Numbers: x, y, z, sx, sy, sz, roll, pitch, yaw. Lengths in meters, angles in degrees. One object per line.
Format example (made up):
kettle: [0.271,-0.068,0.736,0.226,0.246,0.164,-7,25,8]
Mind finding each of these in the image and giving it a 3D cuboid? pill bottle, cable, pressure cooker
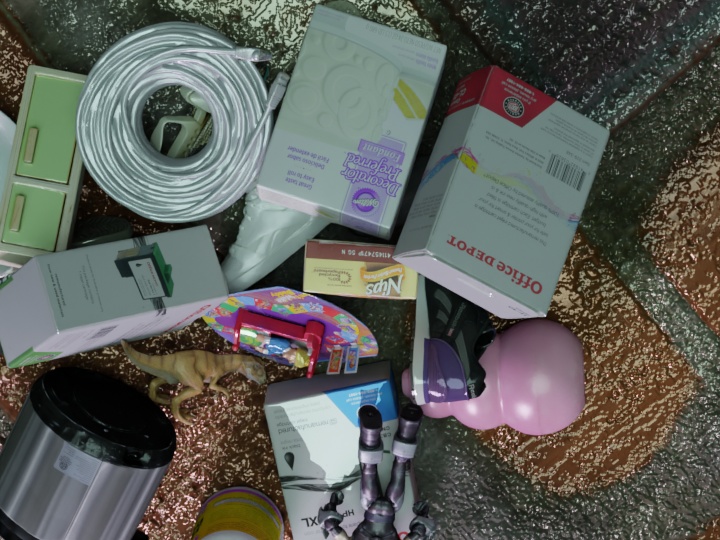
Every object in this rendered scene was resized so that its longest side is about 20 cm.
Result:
pill bottle: [-0.139,0.317,1.680,0.103,0.200,0.106,0,103,0]
cable: [-0.187,-0.152,1.573,0.198,0.069,0.202,17,102,-7]
pressure cooker: [-0.312,0.227,1.669,0.175,0.178,0.202,38,108,35]

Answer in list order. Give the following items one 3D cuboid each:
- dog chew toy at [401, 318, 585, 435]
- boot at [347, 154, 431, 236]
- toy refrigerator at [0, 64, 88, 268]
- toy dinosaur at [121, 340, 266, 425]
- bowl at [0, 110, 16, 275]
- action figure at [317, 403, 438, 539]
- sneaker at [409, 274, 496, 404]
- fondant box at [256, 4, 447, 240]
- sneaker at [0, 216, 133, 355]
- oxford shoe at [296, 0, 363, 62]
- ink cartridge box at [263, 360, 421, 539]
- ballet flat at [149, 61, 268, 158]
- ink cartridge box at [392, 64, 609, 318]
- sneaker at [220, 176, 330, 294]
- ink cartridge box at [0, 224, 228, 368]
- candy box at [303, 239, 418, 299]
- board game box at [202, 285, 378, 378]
dog chew toy: [0.144,0.117,1.679,0.197,0.125,0.126,-3,103,10]
boot: [0.082,-0.088,1.604,0.198,0.132,0.070,-27,103,-7]
toy refrigerator: [-0.326,-0.105,1.609,0.075,0.070,0.203,10,76,-7]
toy dinosaur: [-0.200,0.109,1.692,0.198,0.061,0.107,6,121,-37]
bowl: [-0.442,-0.080,1.629,0.199,0.090,0.204,6,81,-40]
action figure: [0.023,0.245,1.648,0.128,0.069,0.203,5,106,-10]
sneaker: [0.102,0.051,1.639,0.086,0.076,0.202,-2,59,10]
fondant box: [-0.008,-0.150,1.567,0.143,0.058,0.202,17,80,2]
sneaker: [-0.328,0.015,1.688,0.198,0.075,0.107,-18,113,6]
oxford shoe: [-0.031,-0.185,1.630,0.074,0.058,0.203,3,81,1]
ink cartridge box: [-0.016,0.218,1.716,0.144,0.084,0.203,-12,102,3]
ballet flat: [-0.175,-0.151,1.638,0.075,0.068,0.201,26,105,-30]
ink cartridge box: [0.137,-0.074,1.501,0.147,0.085,0.202,27,77,-20]
sneaker: [-0.115,-0.058,1.665,0.199,0.074,0.116,-40,98,-1]
ink cartridge box: [-0.256,0.026,1.577,0.198,0.146,0.085,-13,81,-36]
candy box: [0.000,0.000,1.605,0.114,0.200,0.056,5,90,-1]
board game box: [-0.083,0.076,1.633,0.198,0.039,0.158,-9,145,40]
